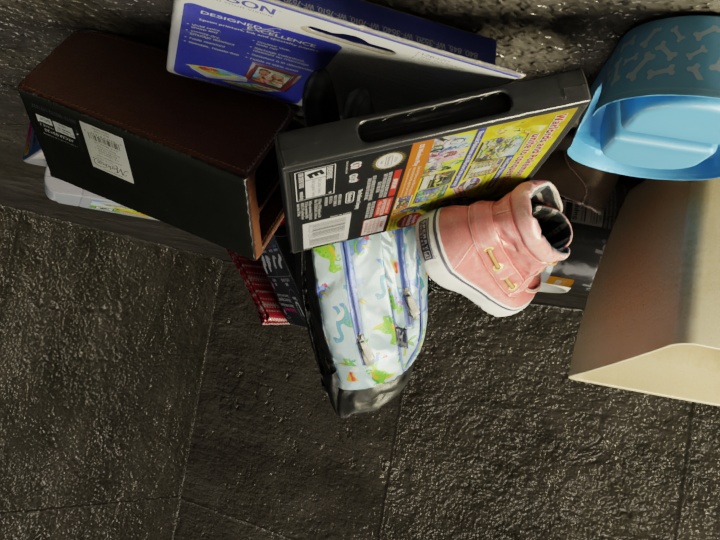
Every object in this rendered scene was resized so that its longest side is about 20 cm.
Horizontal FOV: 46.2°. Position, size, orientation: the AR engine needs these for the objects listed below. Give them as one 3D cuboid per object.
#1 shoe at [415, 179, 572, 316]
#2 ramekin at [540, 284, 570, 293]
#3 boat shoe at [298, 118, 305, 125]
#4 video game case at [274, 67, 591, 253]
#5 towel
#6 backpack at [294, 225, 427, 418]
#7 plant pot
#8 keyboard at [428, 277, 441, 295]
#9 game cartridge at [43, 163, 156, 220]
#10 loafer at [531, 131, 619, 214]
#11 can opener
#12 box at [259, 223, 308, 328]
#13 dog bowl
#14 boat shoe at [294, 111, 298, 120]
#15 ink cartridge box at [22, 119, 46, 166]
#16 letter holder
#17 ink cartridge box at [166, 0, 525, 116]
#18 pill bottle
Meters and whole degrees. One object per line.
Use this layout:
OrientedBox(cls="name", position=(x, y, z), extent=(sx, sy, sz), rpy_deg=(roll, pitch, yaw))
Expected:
OrientedBox(cls="shoe", position=(0.125, -0.014, 0.653), extent=(0.090, 0.073, 0.199), rpy_deg=(-16, 163, 27))
OrientedBox(cls="ramekin", position=(0.187, -0.038, 1.048), extent=(0.197, 0.107, 0.200), rpy_deg=(9, 176, 1))
OrientedBox(cls="boat shoe", position=(-0.053, -0.107, 0.925), extent=(0.071, 0.069, 0.200), rpy_deg=(8, 176, 19))
OrientedBox(cls="video game case", position=(0.036, -0.064, 0.559), extent=(0.178, 0.026, 0.200), rpy_deg=(-13, 169, -6))
OrientedBox(cls="towel", position=(-0.103, -0.004, 1.077), extent=(0.143, 0.023, 0.201), rpy_deg=(4, -138, -42))
OrientedBox(cls="backpack", position=(0.000, 0.000, 0.759), extent=(0.152, 0.202, 0.164), rpy_deg=(-19, -152, 11))
OrientedBox(cls="plant pot", position=(0.310, 0.008, 0.710), extent=(0.197, 0.180, 0.200), rpy_deg=(11, 164, -8))
OrientedBox(cls="keyboard", position=(0.089, 0.016, 0.907), extent=(0.103, 0.040, 0.200), rpy_deg=(-25, 174, -21))
OrientedBox(cls="game cartridge", position=(-0.257, -0.084, 0.962), extent=(0.197, 0.041, 0.133), rpy_deg=(9, 173, -19))
OrientedBox(cls="loafer", position=(0.142, -0.083, 0.764), extent=(0.072, 0.072, 0.199), rpy_deg=(13, 175, -39))
OrientedBox(cls="can opener", position=(-0.013, -0.087, 0.591), extent=(0.063, 0.080, 0.200), rpy_deg=(18, 168, -3))
OrientedBox(cls="box", position=(-0.003, -0.027, 0.952), extent=(0.198, 0.116, 0.132), rpy_deg=(-26, -174, -16))
OrientedBox(cls="dog bowl", position=(0.196, -0.102, 0.529), extent=(0.110, 0.050, 0.200), rpy_deg=(9, 175, 5))
OrientedBox(cls="boat shoe", position=(-0.149, -0.098, 0.810), extent=(0.198, 0.067, 0.072), rpy_deg=(-19, 148, 14))
OrientedBox(cls="ink cartridge box", position=(-0.265, -0.144, 0.889), extent=(0.135, 0.078, 0.199), rpy_deg=(10, 178, -30))
OrientedBox(cls="letter holder", position=(-0.139, -0.123, 0.680), extent=(0.198, 0.143, 0.101), rpy_deg=(22, 147, 13))
OrientedBox(cls="ink cartridge box", position=(-0.020, -0.144, 0.537), extent=(0.195, 0.048, 0.200), rpy_deg=(13, 174, -15))
OrientedBox(cls="pill bottle", position=(0.234, -0.037, 0.861), extent=(0.197, 0.118, 0.116), rpy_deg=(9, 176, 4))
